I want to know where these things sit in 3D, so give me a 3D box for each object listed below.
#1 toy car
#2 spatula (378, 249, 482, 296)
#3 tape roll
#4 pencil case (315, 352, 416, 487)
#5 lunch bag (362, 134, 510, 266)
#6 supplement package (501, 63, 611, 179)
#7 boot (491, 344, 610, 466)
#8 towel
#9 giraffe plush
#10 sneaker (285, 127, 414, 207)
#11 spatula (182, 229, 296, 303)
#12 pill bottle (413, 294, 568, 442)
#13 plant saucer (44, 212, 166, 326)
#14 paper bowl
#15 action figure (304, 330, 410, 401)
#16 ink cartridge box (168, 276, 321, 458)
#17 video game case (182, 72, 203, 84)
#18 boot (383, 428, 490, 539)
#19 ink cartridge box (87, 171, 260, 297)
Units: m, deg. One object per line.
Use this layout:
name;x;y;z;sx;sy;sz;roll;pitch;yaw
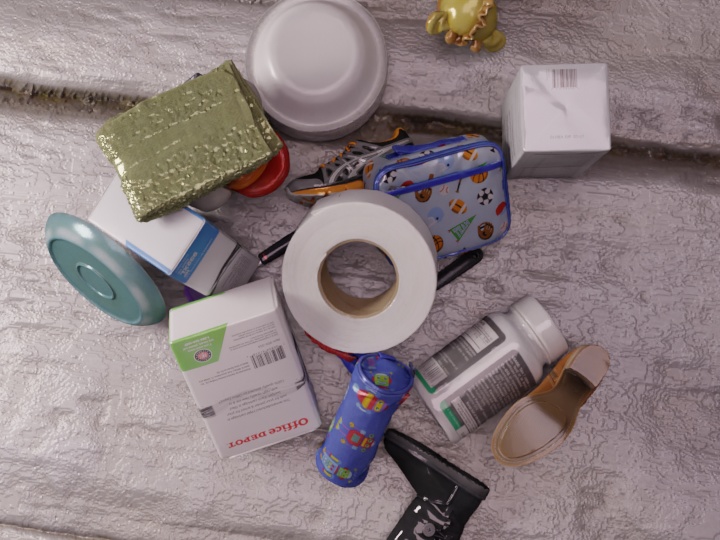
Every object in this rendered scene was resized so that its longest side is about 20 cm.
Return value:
toy car;-0.168;-0.158;1.355;0.148;0.200;0.177;20;91;-17
spatula;0.087;0.027;1.395;0.199;0.021;0.057;-33;76;-14
tape roll;0.000;0.000;1.305;0.199;0.071;0.205;2;109;5
pencil case;0.004;0.192;1.326;0.077;0.087;0.201;20;126;-4
lunch bag;0.099;-0.097;1.363;0.198;0.076;0.162;-15;117;-12
supplement package;0.252;-0.191;1.341;0.112;0.200;0.111;-1;85;0
boot;0.243;0.177;1.330;0.076;0.155;0.201;38;83;9
towel;-0.206;-0.154;1.225;0.198;0.037;0.149;-28;73;-6
giraffe plush;0.164;-0.390;1.396;0.171;0.200;0.164;19;114;-1
sneaker;-0.011;-0.139;1.406;0.198;0.078;0.078;-15;84;-11
spatula;-0.152;-0.005;1.419;0.199;0.021;0.057;-33;82;-3
pill bottle;0.171;0.128;1.356;0.199;0.113;0.114;-35;85;-2
plant saucer;-0.341;0.007;1.335;0.199;0.200;0.027;37;62;4
paper bowl;-0.060;-0.288;1.404;0.198;0.104;0.204;0;84;2
action figure;-0.014;0.111;1.386;0.200;0.065;0.052;46;128;4
ink cartridge box;-0.149;0.129;1.328;0.144;0.084;0.202;-18;121;-1
video game case;-0.255;-0.179;1.351;0.019;0.200;0.145;20;84;-19
boot;0.057;0.339;1.368;0.164;0.066;0.201;32;90;5
ink cartridge box;-0.236;-0.038;1.319;0.144;0.200;0.084;31;85;20
